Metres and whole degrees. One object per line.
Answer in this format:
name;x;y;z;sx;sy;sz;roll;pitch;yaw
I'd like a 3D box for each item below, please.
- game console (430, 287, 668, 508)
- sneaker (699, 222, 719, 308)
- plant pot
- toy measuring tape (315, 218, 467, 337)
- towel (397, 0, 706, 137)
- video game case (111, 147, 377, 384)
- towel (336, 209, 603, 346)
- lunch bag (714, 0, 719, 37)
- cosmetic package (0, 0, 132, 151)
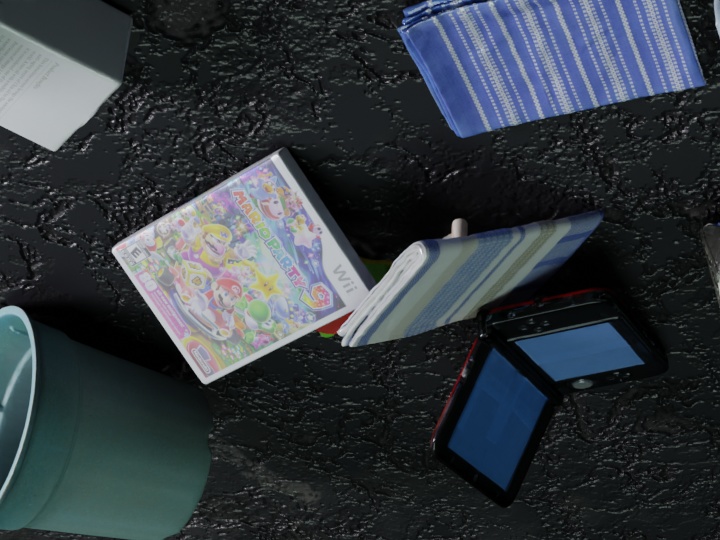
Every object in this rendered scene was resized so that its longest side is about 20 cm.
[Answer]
game console;0.167;0.113;1.673;0.171;0.120;0.200;-12;155;20
sneaker;0.345;0.009;1.602;0.089;0.079;0.200;-25;143;23
plant pot;-0.250;0.154;1.750;0.195;0.202;0.200;18;141;-30
toy measuring tape;0.000;0.000;1.615;0.073;0.074;0.200;30;136;-30
towel;0.141;-0.160;1.429;0.198;0.024;0.145;-11;141;18
video game case;-0.097;0.000;1.608;0.199;0.018;0.144;-27;102;34
towel;0.089;0.004;1.575;0.199;0.024;0.147;-12;155;-36
lunch bag;0.345;-0.147;1.348;0.168;0.128;0.200;-10;151;20
cosmetic package;-0.276;-0.176;1.402;0.199;0.072;0.101;27;138;-26
